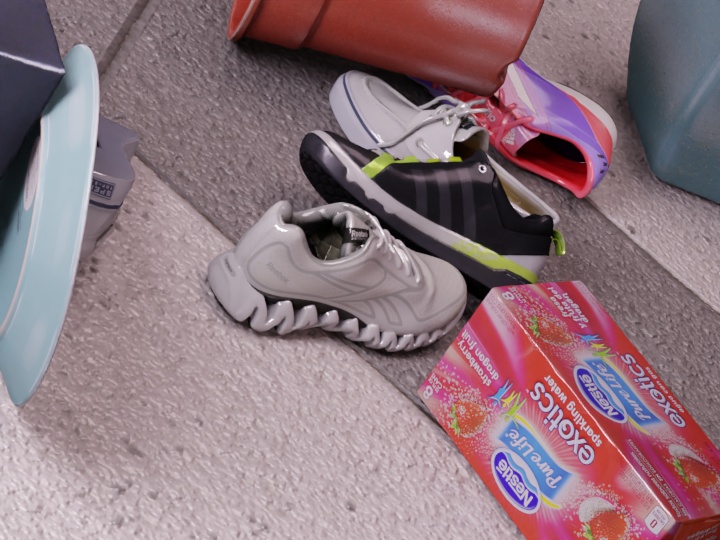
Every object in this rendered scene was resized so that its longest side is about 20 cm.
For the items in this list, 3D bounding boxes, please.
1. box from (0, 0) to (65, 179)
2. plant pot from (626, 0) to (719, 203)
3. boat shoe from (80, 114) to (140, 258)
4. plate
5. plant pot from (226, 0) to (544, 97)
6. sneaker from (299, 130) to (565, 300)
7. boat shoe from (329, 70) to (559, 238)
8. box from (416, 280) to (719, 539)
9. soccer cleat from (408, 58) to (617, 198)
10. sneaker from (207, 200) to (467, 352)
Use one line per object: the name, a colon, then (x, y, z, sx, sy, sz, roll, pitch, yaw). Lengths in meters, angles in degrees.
box: (-0.272, -0.114, 1.481, 0.117, 0.197, 0.201, 15, 36, -31)
plant pot: (0.318, -0.160, 2.114, 0.195, 0.200, 0.197, 21, 33, -24)
boat shoe: (-0.178, -0.057, 1.622, 0.073, 0.066, 0.200, 22, 12, -7)
plate: (-0.180, -0.027, 1.453, 0.025, 0.201, 0.201, 10, 37, -16)
plant pot: (0.029, -0.226, 1.898, 0.194, 0.201, 0.201, 20, 33, -10)
sneaker: (0.050, -0.053, 1.805, 0.200, 0.083, 0.072, 33, -11, -18)
boat shoe: (0.066, -0.088, 1.881, 0.202, 0.086, 0.074, 48, 33, 20)
box: (0.141, 0.111, 1.667, 0.095, 0.100, 0.200, -4, 49, -47)
soccer cleat: (0.103, -0.126, 1.995, 0.199, 0.068, 0.073, 31, 38, -10)
sneaker: (0.000, 0.000, 1.704, 0.199, 0.081, 0.075, 6, 40, -42)
